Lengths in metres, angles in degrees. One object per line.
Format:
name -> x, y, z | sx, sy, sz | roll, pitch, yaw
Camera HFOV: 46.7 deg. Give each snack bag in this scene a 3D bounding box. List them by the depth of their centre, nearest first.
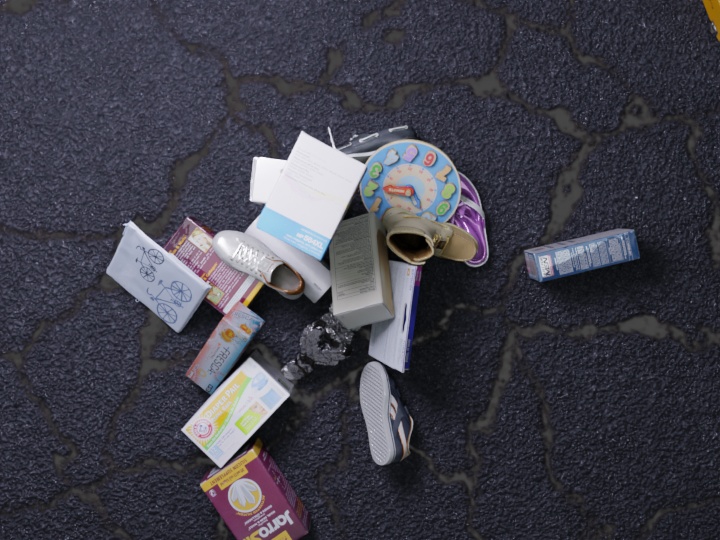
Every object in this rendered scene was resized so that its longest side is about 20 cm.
snack bag -> -0.396, 0.016, 1.615 | 0.200, 0.189, 0.021 | 39, 47, -2

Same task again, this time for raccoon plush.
raccoon plush -> -0.076, 0.123, 1.668 | 0.199, 0.134, 0.097 | -25, 110, 32

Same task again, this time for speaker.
speaker -> -0.136, -0.030, 1.644 | 0.200, 0.081, 0.081 | 43, 92, -1

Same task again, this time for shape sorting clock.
shape sorting clock -> 0.096, -0.159, 1.622 | 0.198, 0.039, 0.201 | 6, 126, 8

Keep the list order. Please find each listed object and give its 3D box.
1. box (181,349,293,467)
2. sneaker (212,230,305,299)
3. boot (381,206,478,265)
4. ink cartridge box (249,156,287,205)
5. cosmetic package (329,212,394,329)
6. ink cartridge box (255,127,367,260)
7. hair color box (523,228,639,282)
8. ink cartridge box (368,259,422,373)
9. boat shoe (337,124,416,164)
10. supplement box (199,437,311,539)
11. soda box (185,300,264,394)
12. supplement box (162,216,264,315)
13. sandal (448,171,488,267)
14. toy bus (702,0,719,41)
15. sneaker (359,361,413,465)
box -> -0.241, 0.271, 1.645 | 0.112, 0.101, 0.200 | 43, 92, -2
sneaker -> -0.187, -0.019, 1.563 | 0.199, 0.085, 0.073 | 30, 80, -2
boot -> 0.137, -0.050, 1.573 | 0.199, 0.156, 0.073 | 23, 107, -8
ink cartridge box -> -0.124, -0.158, 1.578 | 0.144, 0.200, 0.085 | 7, 92, 0
cosmetic package -> 0.000, 0.000, 1.592 | 0.104, 0.071, 0.201 | -14, 59, 18
ink cartridge box -> -0.074, -0.137, 1.416 | 0.125, 0.129, 0.201 | 27, 95, -3
hair color box -> 0.431, -0.031, 1.634 | 0.198, 0.100, 0.061 | -13, 94, 1
ink cartridge box -> 0.074, 0.083, 1.591 | 0.043, 0.200, 0.198 | 6, 93, -20
boat shoe -> 0.013, -0.241, 1.642 | 0.198, 0.076, 0.061 | -10, 77, -5
supplement box -> -0.206, 0.457, 1.653 | 0.130, 0.103, 0.201 | -34, 93, 1
soda box -> -0.262, 0.151, 1.608 | 0.068, 0.064, 0.200 | 38, 129, -1
supplement box -> -0.287, -0.003, 1.642 | 0.200, 0.086, 0.111 | 38, 92, -2
sandal -> 0.211, -0.106, 1.656 | 0.082, 0.050, 0.204 | -22, 92, 1
toy bus -> 0.707, -0.557, 1.631 | 0.078, 0.065, 0.201 | -22, 92, -1
sneaker -> 0.053, 0.282, 1.663 | 0.079, 0.078, 0.202 | 3, 76, -42
